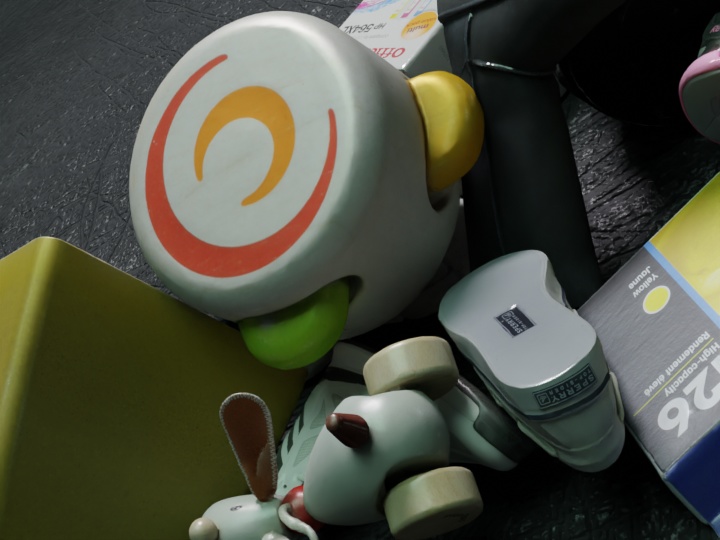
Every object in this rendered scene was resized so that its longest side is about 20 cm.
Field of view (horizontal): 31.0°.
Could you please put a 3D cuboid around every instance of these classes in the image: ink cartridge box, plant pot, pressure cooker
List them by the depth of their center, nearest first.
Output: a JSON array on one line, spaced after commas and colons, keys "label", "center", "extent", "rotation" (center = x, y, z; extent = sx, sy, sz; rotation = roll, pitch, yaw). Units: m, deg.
[{"label": "ink cartridge box", "center": [0.212, 0.021, 0.650], "extent": [0.198, 0.047, 0.200], "rotation": [-44, 27, 9]}, {"label": "plant pot", "center": [-0.180, 0.122, 0.814], "extent": [0.199, 0.199, 0.178], "rotation": [-21, 48, 47]}, {"label": "pressure cooker", "center": [0.194, -0.217, 0.874], "extent": [0.176, 0.177, 0.201], "rotation": [-16, 42, 5]}, {"label": "ink cartridge box", "center": [0.066, -0.156, 0.991], "extent": [0.128, 0.126, 0.201], "rotation": [9, 53, 51]}]

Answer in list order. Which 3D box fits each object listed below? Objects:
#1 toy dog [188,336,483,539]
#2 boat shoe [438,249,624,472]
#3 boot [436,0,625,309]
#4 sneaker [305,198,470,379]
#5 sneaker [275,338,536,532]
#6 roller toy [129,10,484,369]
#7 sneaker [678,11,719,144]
[{"label": "toy dog", "center": [-0.027, 0.113, 0.678], "extent": [0.201, 0.096, 0.132], "rotation": [-51, 49, 20]}, {"label": "boat shoe", "center": [0.095, 0.045, 0.694], "extent": [0.071, 0.066, 0.200], "rotation": [-29, 17, -3]}, {"label": "boot", "center": [0.114, -0.075, 0.766], "extent": [0.065, 0.203, 0.164], "rotation": [-6, 1, -28]}, {"label": "sneaker", "center": [0.000, 0.000, 0.910], "extent": [0.198, 0.077, 0.082], "rotation": [-29, 23, 14]}, {"label": "sneaker", "center": [0.016, 0.113, 0.757], "extent": [0.116, 0.075, 0.200], "rotation": [-56, 25, -12]}, {"label": "roller toy", "center": [-0.035, -0.055, 0.799], "extent": [0.182, 0.139, 0.202], "rotation": [32, 96, 32]}, {"label": "sneaker", "center": [0.286, -0.132, 0.746], "extent": [0.197, 0.080, 0.096], "rotation": [-2, 40, 23]}]
